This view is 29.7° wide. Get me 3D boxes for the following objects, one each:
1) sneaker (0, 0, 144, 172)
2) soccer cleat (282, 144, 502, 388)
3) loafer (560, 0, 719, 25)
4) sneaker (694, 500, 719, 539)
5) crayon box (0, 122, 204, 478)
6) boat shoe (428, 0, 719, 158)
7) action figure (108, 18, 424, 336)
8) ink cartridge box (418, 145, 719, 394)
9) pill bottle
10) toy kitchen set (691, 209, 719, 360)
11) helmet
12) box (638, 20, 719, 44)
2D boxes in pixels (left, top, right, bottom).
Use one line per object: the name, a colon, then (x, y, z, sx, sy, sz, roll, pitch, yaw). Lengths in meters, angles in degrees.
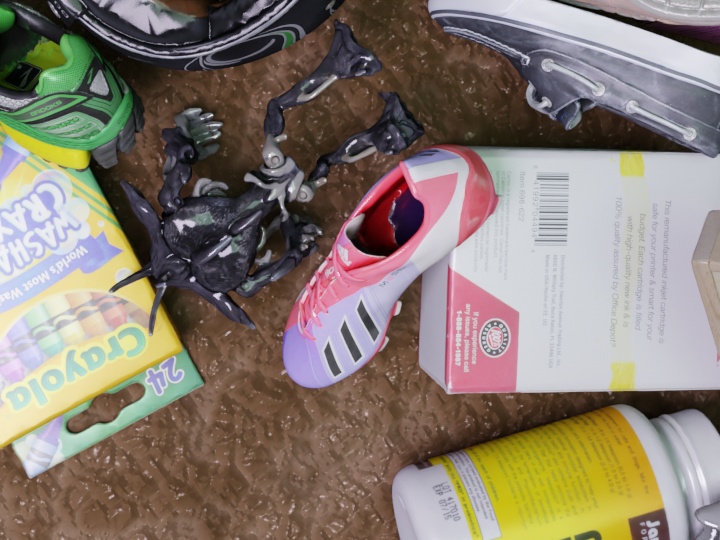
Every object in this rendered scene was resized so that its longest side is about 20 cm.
sneaker: (-0.213, -0.124, 0.743, 0.199, 0.085, 0.078, 16, 66, 18)
soccer cleat: (0.000, 0.000, 0.784, 0.076, 0.200, 0.067, -3, 55, -46)
loafer: (0.149, -0.181, 0.782, 0.199, 0.063, 0.072, 13, 89, 16)
sneaker: (0.237, 0.223, 0.789, 0.115, 0.075, 0.201, -13, 87, -3)
crayon box: (-0.190, 0.014, 0.803, 0.125, 0.052, 0.201, -28, 100, -6)
boat shoe: (0.128, -0.119, 0.815, 0.199, 0.072, 0.068, 20, 98, 12)
action figure: (-0.061, -0.048, 0.797, 0.200, 0.102, 0.119, -39, 106, 0)
ink cartridge box: (0.142, -0.002, 0.843, 0.198, 0.083, 0.146, 1, 96, -10)
pill bottle: (0.127, 0.150, 0.841, 0.199, 0.109, 0.110, -15, 98, -8)
toy kitchen set: (0.307, -0.013, 0.762, 0.201, 0.162, 0.181, -62, 141, -32)
helmet: (-0.077, -0.206, 0.735, 0.198, 0.191, 0.201, 2, 111, 6)
box: (0.298, -0.222, 0.845, 0.199, 0.097, 0.177, 11, 93, -10)
